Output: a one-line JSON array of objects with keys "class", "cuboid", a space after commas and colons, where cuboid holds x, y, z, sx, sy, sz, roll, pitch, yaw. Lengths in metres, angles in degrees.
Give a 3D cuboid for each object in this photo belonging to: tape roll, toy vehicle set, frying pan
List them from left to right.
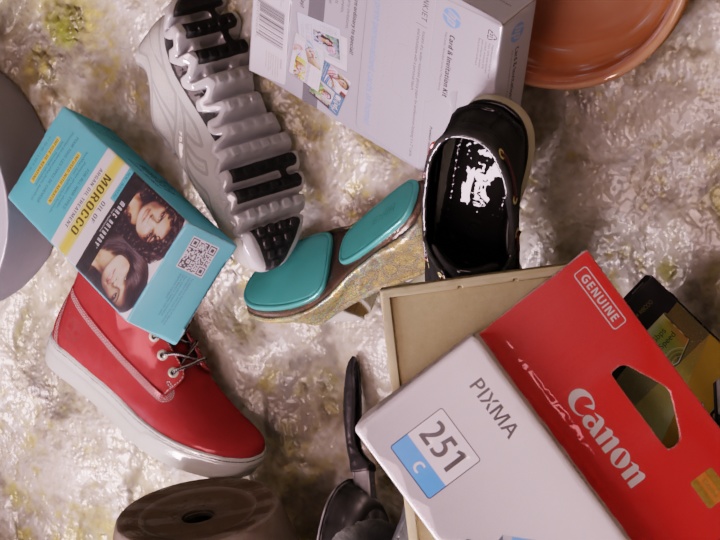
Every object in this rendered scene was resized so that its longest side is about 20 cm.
[{"class": "tape roll", "cuboid": [-0.325, -0.063, 1.879, 0.199, 0.066, 0.202, 10, 110, 30]}, {"class": "frying pan", "cuboid": [0.004, 0.170, 1.740, 0.031, 0.115, 0.191, 1, 60, 22]}, {"class": "toy vehicle set", "cuboid": [0.084, 0.102, 1.521, 0.123, 0.027, 0.202, -6, 92, 3]}]

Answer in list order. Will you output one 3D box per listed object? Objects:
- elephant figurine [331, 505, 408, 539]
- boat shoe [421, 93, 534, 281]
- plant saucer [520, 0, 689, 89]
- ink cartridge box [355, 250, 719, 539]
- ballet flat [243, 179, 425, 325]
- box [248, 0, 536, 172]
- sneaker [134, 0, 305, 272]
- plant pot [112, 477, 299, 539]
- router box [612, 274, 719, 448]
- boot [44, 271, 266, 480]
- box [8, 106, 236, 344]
[{"class": "elephant figurine", "cuboid": [0.038, 0.222, 1.635, 0.200, 0.142, 0.155, -37, 72, -10]}, {"class": "boat shoe", "cuboid": [0.069, -0.009, 1.568, 0.073, 0.063, 0.203, 15, 120, 21]}, {"class": "plant saucer", "cuboid": [0.127, -0.216, 1.564, 0.199, 0.037, 0.202, 9, 109, 29]}, {"class": "ink cartridge box", "cuboid": [0.124, 0.119, 1.484, 0.176, 0.045, 0.200, -37, 90, 5]}, {"class": "ballet flat", "cuboid": [0.000, 0.000, 1.693, 0.200, 0.071, 0.071, -29, 87, 43]}, {"class": "box", "cuboid": [0.016, -0.153, 1.614, 0.199, 0.041, 0.157, 33, 141, 25]}, {"class": "sneaker", "cuboid": [-0.100, -0.090, 1.728, 0.081, 0.075, 0.201, -28, 77, 44]}, {"class": "plant pot", "cuboid": [-0.100, 0.247, 1.736, 0.199, 0.200, 0.175, 4, 112, 31]}, {"class": "router box", "cuboid": [0.169, 0.128, 1.558, 0.157, 0.052, 0.200, 43, 93, 2]}, {"class": "boot", "cuboid": [-0.135, 0.049, 1.790, 0.199, 0.072, 0.145, 34, 118, 24]}, {"class": "box", "cuboid": [-0.170, -0.034, 1.734, 0.083, 0.049, 0.200, -57, 42, 7]}]
